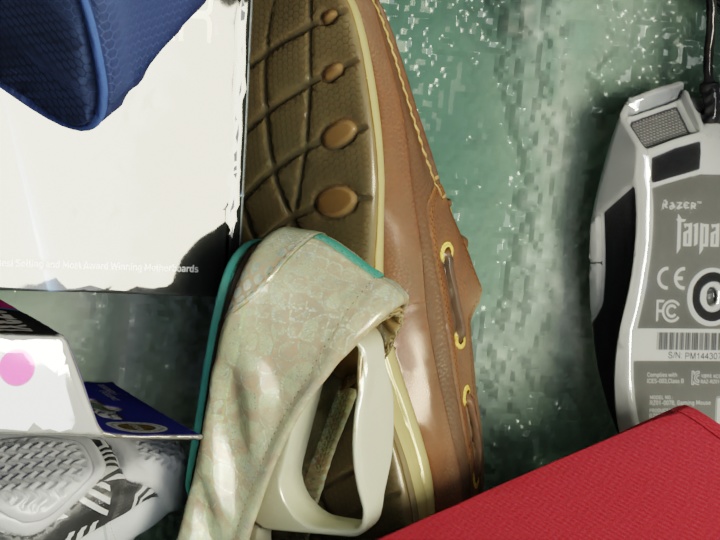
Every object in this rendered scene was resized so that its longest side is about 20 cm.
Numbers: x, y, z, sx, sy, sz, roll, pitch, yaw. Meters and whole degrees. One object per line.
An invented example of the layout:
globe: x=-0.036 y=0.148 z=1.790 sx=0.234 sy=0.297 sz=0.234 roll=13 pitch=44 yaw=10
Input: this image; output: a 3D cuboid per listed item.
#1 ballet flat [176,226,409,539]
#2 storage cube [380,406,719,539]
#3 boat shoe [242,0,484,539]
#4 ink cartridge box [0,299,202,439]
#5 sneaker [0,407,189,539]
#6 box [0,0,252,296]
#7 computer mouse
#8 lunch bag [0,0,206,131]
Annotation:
ballet flat: x=-0.029 y=0.085 z=0.891 sx=0.067 sy=0.062 sz=0.201 roll=-33 pitch=140 yaw=-59
storage cube: x=0.080 y=0.178 z=0.874 sx=0.179 sy=0.200 sz=0.172 roll=-20 pitch=133 yaw=-36
boat shoe: x=0.000 y=0.000 z=0.932 sx=0.067 sy=0.072 sz=0.202 roll=-16 pitch=100 yaw=-50
ink cartridge box: x=-0.154 y=0.026 z=0.853 sx=0.199 sy=0.095 sz=0.037 roll=5 pitch=96 yaw=-22
sneaker: x=-0.143 y=0.114 z=0.886 sx=0.199 sy=0.075 sz=0.116 roll=-14 pitch=117 yaw=-31
box: x=-0.132 y=-0.075 z=0.868 sx=0.199 sy=0.043 sz=0.162 roll=3 pitch=92 yaw=-22
computer mouse: x=0.109 y=-0.026 z=0.980 sx=0.109 sy=0.044 sz=0.202 roll=3 pitch=92 yaw=-27
lunch bag: x=-0.083 y=-0.146 z=0.757 sx=0.135 sy=0.200 sz=0.132 roll=32 pitch=67 yaw=18
